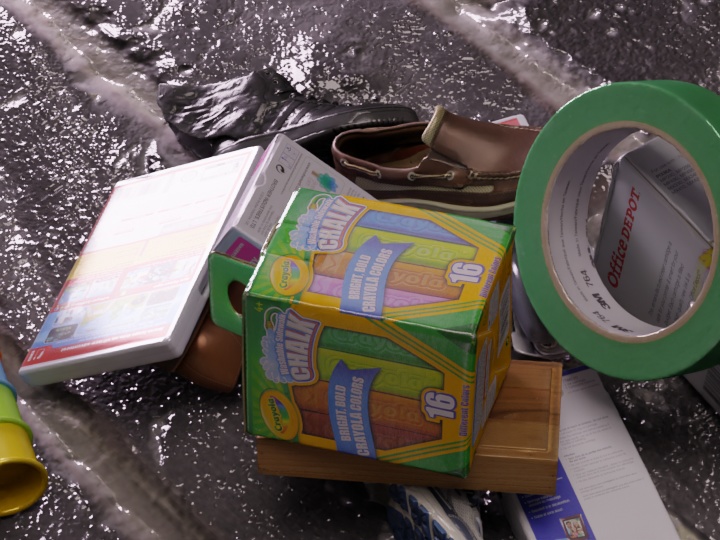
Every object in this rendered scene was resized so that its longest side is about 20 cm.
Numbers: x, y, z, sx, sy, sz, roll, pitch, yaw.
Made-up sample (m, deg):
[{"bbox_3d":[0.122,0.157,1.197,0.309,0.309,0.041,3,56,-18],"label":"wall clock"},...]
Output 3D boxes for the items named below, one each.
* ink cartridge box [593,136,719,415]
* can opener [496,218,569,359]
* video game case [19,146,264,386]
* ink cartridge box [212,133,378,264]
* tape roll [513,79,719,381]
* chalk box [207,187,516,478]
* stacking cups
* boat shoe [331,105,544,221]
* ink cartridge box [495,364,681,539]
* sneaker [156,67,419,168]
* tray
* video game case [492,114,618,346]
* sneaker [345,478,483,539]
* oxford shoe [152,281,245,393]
[{"bbox_3d":[0.262,0.011,1.688,0.083,0.146,0.200,-28,60,-22],"label":"ink cartridge box"},{"bbox_3d":[0.127,-0.023,1.760,0.053,0.067,0.201,-4,52,-1],"label":"can opener"},{"bbox_3d":[-0.155,-0.004,1.751,0.143,0.017,0.200,-12,39,34],"label":"video game case"},{"bbox_3d":[0.000,0.000,1.713,0.200,0.042,0.119,33,39,-7],"label":"ink cartridge box"},{"bbox_3d":[0.193,-0.027,1.624,0.048,0.201,0.200,-8,42,-47],"label":"tape roll"},{"bbox_3d":[-0.009,0.035,1.582,0.199,0.125,0.124,9,39,12],"label":"chalk box"},{"bbox_3d":[-0.278,0.085,1.729,0.060,0.061,0.200,-18,48,-11],"label":"stacking cups"},{"bbox_3d":[0.068,-0.082,1.763,0.202,0.075,0.075,-7,41,26],"label":"boat shoe"},{"bbox_3d":[0.152,0.161,1.653,0.099,0.039,0.200,-15,54,-9],"label":"ink cartridge box"},{"bbox_3d":[-0.056,-0.120,1.865,0.199,0.060,0.105,-15,54,9],"label":"sneaker"},{"bbox_3d":[0.035,0.099,1.630,0.199,0.037,0.099,4,39,4],"label":"tray"},{"bbox_3d":[0.092,-0.026,1.818,0.142,0.017,0.200,-16,52,-9],"label":"video game case"},{"bbox_3d":[0.056,0.146,1.648,0.085,0.077,0.200,-24,54,-21],"label":"sneaker"},{"bbox_3d":[-0.085,0.010,1.780,0.071,0.071,0.200,30,54,-8],"label":"oxford shoe"}]
